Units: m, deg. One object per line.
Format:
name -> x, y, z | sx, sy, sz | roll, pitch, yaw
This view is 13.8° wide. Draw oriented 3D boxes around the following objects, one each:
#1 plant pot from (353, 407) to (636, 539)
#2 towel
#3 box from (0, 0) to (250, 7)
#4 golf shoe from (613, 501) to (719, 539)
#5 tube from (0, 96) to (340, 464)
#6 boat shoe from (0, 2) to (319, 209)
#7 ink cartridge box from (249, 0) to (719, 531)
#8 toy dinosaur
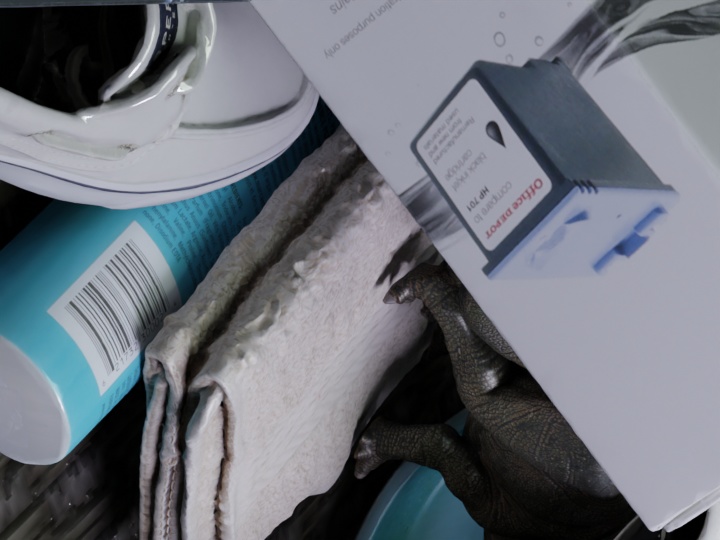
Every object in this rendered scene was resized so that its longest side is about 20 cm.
plant pot -> 0.114, 0.127, 1.020 | 0.188, 0.199, 0.201 | -5, 113, -70
towel -> 0.000, 0.000, 0.869 | 0.200, 0.034, 0.133 | -52, 164, -30
box -> -0.134, -0.091, 0.563 | 0.200, 0.160, 0.044 | -9, 115, -53
golf shoe -> 0.126, 0.085, 0.844 | 0.200, 0.073, 0.092 | -35, 137, -12
tube -> -0.041, -0.027, 0.834 | 0.200, 0.050, 0.078 | -47, 147, -35
boat shoe -> -0.069, -0.060, 0.731 | 0.200, 0.065, 0.072 | 12, 75, -48
ink cartridge box -> 0.070, -0.055, 0.779 | 0.086, 0.200, 0.146 | -39, 180, 35
toy dinosaur -> 0.056, 0.042, 0.870 | 0.077, 0.102, 0.200 | -51, 163, -37
